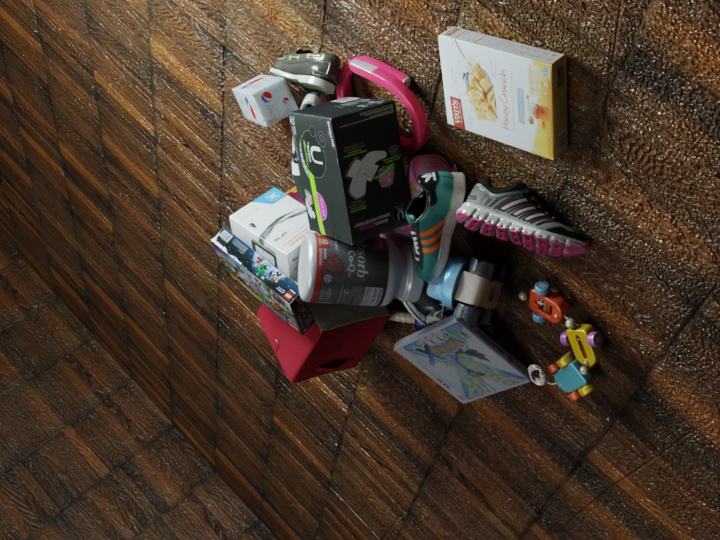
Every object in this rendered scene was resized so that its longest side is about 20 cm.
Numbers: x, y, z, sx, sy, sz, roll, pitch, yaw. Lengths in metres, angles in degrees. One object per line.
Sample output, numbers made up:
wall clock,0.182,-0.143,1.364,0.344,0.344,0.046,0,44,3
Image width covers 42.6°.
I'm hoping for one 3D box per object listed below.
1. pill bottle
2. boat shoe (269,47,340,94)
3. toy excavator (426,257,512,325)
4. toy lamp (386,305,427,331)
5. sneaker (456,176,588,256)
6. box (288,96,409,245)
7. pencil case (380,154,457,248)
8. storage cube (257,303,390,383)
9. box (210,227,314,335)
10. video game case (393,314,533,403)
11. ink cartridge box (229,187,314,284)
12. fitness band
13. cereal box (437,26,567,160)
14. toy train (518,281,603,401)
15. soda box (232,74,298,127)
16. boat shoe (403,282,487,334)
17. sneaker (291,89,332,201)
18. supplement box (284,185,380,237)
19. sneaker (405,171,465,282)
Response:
pill bottle,0.000,0.000,1.550,0.116,0.197,0.118,-177,90,-77
boat shoe,-0.092,-0.348,1.587,0.201,0.071,0.061,29,100,55
toy excavator,0.149,0.013,1.544,0.198,0.194,0.101,20,95,27
toy lamp,0.092,0.089,1.777,0.199,0.058,0.059,6,126,54
sneaker,0.245,-0.085,1.362,0.198,0.088,0.074,19,166,16
box,-0.016,-0.164,1.480,0.148,0.123,0.203,20,125,56
pencil case,0.094,-0.113,1.541,0.088,0.087,0.200,48,149,10
storage cube,-0.077,0.085,1.826,0.201,0.169,0.180,61,142,25
box,-0.174,0.021,1.665,0.199,0.038,0.137,37,162,22
video game case,0.180,0.161,1.651,0.182,0.022,0.200,39,146,-14
ink cartridge box,-0.125,-0.058,1.651,0.199,0.116,0.068,32,144,32
fitness band,0.035,-0.270,1.511,0.199,0.037,0.145,35,148,32
cereal box,0.198,-0.249,1.290,0.199,0.039,0.145,26,140,40
toy train,0.325,0.109,1.471,0.149,0.055,0.202,29,139,39
soda box,-0.175,-0.309,1.669,0.064,0.068,0.200,65,170,-20
boat shoe,0.154,0.081,1.659,0.200,0.072,0.068,44,158,0
sneaker,-0.093,-0.211,1.622,0.073,0.089,0.203,5,108,11
supplement box,-0.046,-0.106,1.716,0.199,0.110,0.086,20,136,44
sneaker,0.103,-0.070,1.443,0.072,0.079,0.202,-99,17,-52
